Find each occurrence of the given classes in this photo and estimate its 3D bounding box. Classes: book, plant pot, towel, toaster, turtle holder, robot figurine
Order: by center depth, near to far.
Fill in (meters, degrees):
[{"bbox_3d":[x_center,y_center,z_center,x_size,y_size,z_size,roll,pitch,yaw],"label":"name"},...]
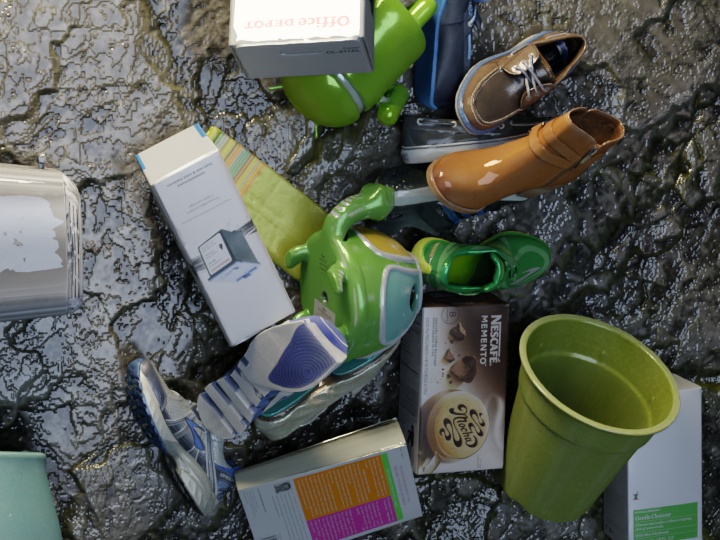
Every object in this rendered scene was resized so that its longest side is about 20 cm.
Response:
[{"bbox_3d":[-0.364,-0.023,1.605,0.127,0.113,0.203,-3,98,-20],"label":"toaster"},{"bbox_3d":[-0.406,0.285,1.609,0.197,0.200,0.191,4,82,-18],"label":"plant pot"},{"bbox_3d":[-0.007,-0.244,1.682,0.200,0.116,0.176,-46,103,-6],"label":"robot figurine"},{"bbox_3d":[-0.004,0.005,1.713,0.130,0.141,0.188,-10,86,-29],"label":"turtle holder"},{"bbox_3d":[-0.115,-0.073,1.729,0.199,0.018,0.086,37,92,-20],"label":"towel"},{"bbox_3d":[-0.034,0.262,1.757,0.197,0.048,0.135,-17,126,-4],"label":"book"},{"bbox_3d":[0.250,0.190,1.792,0.197,0.201,0.192,6,126,-19],"label":"plant pot"}]

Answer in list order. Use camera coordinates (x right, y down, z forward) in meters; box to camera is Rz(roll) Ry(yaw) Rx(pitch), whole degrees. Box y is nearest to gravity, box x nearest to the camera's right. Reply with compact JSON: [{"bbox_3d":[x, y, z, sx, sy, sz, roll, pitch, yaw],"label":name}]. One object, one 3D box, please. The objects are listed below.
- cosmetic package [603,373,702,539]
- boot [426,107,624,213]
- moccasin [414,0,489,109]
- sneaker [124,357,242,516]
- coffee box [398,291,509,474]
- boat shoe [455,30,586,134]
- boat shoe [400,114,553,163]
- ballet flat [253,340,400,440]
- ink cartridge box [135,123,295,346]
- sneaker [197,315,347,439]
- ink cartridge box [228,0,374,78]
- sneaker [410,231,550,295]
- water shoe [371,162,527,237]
[{"bbox_3d":[0.363,0.238,1.897,0.106,0.085,0.203,-6,101,-13],"label":"cosmetic package"},{"bbox_3d":[0.182,-0.129,1.674,0.198,0.154,0.075,-11,76,-38],"label":"boot"},{"bbox_3d":[0.104,-0.287,1.740,0.067,0.080,0.203,-1,110,-24],"label":"moccasin"},{"bbox_3d":[-0.198,0.175,1.720,0.085,0.077,0.202,-34,115,-20],"label":"sneaker"},{"bbox_3d":[0.109,0.130,1.798,0.111,0.080,0.203,-1,100,-17],"label":"coffee box"},{"bbox_3d":[0.185,-0.225,1.732,0.200,0.072,0.073,-43,108,-34],"label":"boat shoe"},{"bbox_3d":[0.142,-0.164,1.770,0.197,0.069,0.057,-9,101,-14],"label":"boat shoe"},{"bbox_3d":[-0.038,0.130,1.771,0.198,0.068,0.063,-29,136,-8],"label":"ballet flat"},{"bbox_3d":[-0.158,-0.040,1.638,0.085,0.146,0.202,-28,112,-5],"label":"ink cartridge box"},{"bbox_3d":[-0.088,0.100,1.676,0.199,0.115,0.081,-36,92,34],"label":"sneaker"},{"bbox_3d":[-0.059,-0.311,1.606,0.143,0.083,0.203,-2,71,8],"label":"ink cartridge box"},{"bbox_3d":[0.149,0.000,1.777,0.198,0.083,0.075,-5,112,-34],"label":"sneaker"},{"bbox_3d":[0.104,-0.083,1.781,0.197,0.072,0.080,-2,127,-19],"label":"water shoe"}]
